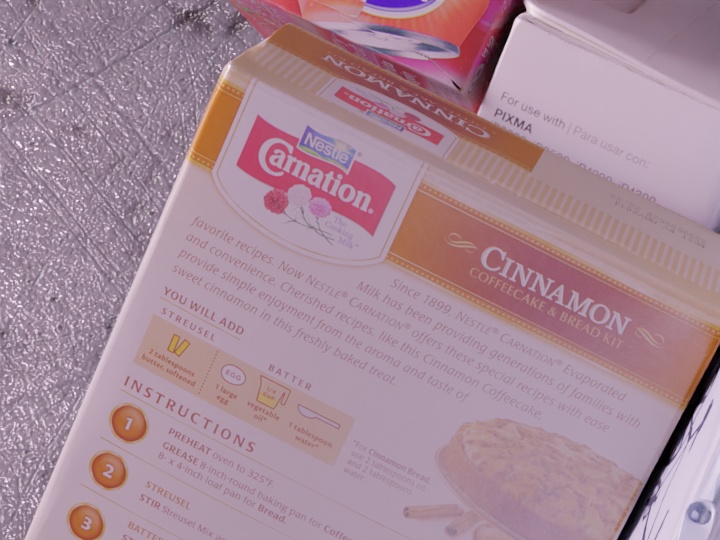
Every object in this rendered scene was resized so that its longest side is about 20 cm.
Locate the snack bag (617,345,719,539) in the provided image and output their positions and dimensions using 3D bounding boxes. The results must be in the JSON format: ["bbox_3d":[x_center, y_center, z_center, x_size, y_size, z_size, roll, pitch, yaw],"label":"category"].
[{"bbox_3d":[0.101,0.040,0.637,0.189,0.021,0.200,-62,-4,-19],"label":"snack bag"}]

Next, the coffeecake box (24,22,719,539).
[{"bbox_3d":[-0.001,0.054,0.670,0.201,0.153,0.073,-65,-5,20],"label":"coffeecake box"}]

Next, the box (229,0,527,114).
[{"bbox_3d":[0.026,-0.104,0.783,0.103,0.094,0.200,-65,-11,-1],"label":"box"}]

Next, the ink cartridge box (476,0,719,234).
[{"bbox_3d":[0.068,0.009,0.762,0.201,0.082,0.147,-68,-12,21],"label":"ink cartridge box"}]
